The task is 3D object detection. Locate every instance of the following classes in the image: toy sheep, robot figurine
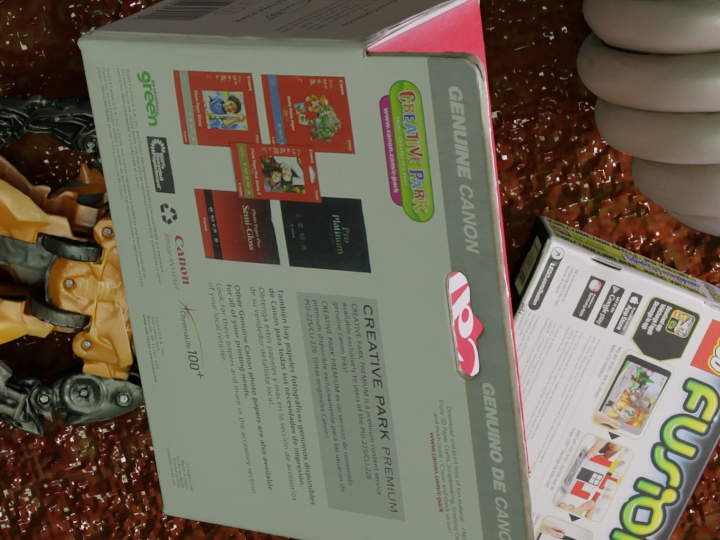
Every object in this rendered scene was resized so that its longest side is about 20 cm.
[{"bbox_3d":[0.147,-0.084,0.788,0.137,0.138,0.201,-15,108,1],"label":"toy sheep"},{"bbox_3d":[-0.166,-0.013,0.831,0.199,0.058,0.146,12,107,-6],"label":"robot figurine"}]

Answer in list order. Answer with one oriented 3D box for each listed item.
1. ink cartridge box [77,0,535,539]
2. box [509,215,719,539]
[{"bbox_3d":[0.000,0.000,0.762,0.175,0.084,0.201,7,114,33],"label":"ink cartridge box"},{"bbox_3d":[0.088,0.089,0.890,0.110,0.035,0.201,22,105,-10],"label":"box"}]
